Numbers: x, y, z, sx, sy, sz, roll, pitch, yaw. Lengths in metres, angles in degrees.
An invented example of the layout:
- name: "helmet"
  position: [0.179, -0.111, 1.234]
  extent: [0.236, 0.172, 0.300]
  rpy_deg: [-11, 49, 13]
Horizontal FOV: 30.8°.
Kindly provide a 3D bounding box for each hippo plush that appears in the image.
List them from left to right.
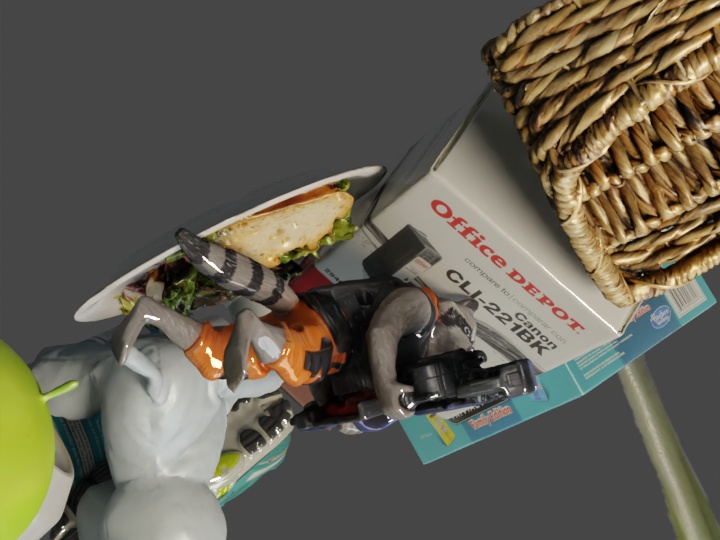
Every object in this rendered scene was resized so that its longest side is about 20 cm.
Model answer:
- name: "hippo plush"
  position: [-0.109, 0.120, 0.828]
  extent: [0.159, 0.161, 0.200]
  rpy_deg: [-6, 179, -33]

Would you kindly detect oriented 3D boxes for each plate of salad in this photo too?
- name: "plate of salad"
  position: [-0.070, -0.006, 0.762]
  extent: [0.200, 0.048, 0.200]
  rpy_deg: [-27, 177, -2]

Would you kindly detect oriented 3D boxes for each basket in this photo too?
- name: "basket"
  position: [0.176, -0.083, 0.616]
  extent: [0.200, 0.149, 0.143]
  rpy_deg: [-26, 176, 10]

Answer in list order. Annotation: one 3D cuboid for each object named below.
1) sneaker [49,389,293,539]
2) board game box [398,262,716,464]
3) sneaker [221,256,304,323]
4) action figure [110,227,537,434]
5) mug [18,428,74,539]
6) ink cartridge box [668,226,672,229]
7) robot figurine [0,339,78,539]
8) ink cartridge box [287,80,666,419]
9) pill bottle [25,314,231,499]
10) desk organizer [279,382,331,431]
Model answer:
- name: "sneaker"
  position: [-0.127, 0.161, 0.943]
  extent: [0.200, 0.078, 0.080]
  rpy_deg: [-29, 145, -27]
- name: "board game box"
  position: [0.137, 0.065, 0.950]
  extent: [0.151, 0.047, 0.200]
  rpy_deg: [-27, 175, -35]
- name: "sneaker"
  position: [0.000, 0.000, 0.933]
  extent: [0.200, 0.100, 0.075]
  rpy_deg: [-28, 174, -2]
- name: "action figure"
  position: [-0.003, 0.031, 0.688]
  extent: [0.193, 0.105, 0.200]
  rpy_deg: [3, 168, -40]
- name: "mug"
  position: [-0.259, 0.116, 0.756]
  extent: [0.153, 0.187, 0.150]
  rpy_deg: [-35, 144, -4]
- name: "ink cartridge box"
  position: [0.250, -0.059, 1.168]
  extent: [0.198, 0.047, 0.200]
  rpy_deg: [-40, 179, -11]
- name: "robot figurine"
  position: [-0.219, 0.093, 0.576]
  extent: [0.200, 0.116, 0.175]
  rpy_deg: [-28, 171, 25]
- name: "ink cartridge box"
  position: [0.066, -0.004, 0.798]
  extent: [0.084, 0.144, 0.200]
  rpy_deg: [-55, -170, -33]
- name: "pill bottle"
  position: [-0.182, 0.101, 0.986]
  extent: [0.200, 0.111, 0.111]
  rpy_deg: [-24, 175, -31]
- name: "desk organizer"
  position: [0.012, 0.025, 1.007]
  extent: [0.200, 0.077, 0.072]
  rpy_deg: [-47, 178, -7]
